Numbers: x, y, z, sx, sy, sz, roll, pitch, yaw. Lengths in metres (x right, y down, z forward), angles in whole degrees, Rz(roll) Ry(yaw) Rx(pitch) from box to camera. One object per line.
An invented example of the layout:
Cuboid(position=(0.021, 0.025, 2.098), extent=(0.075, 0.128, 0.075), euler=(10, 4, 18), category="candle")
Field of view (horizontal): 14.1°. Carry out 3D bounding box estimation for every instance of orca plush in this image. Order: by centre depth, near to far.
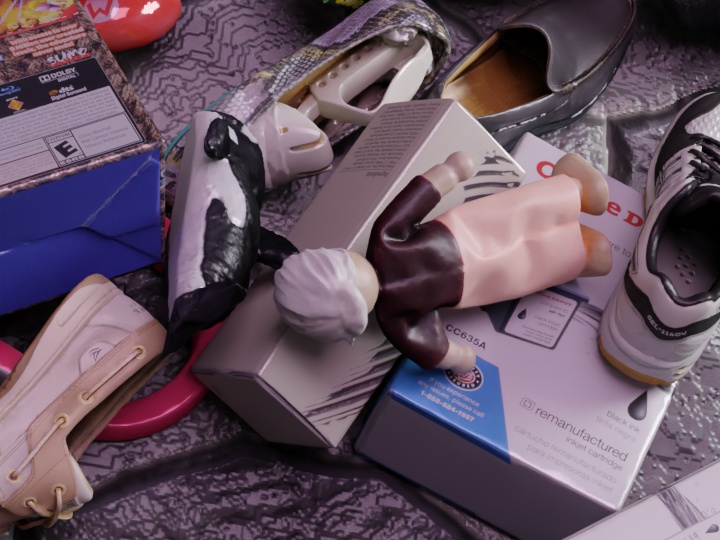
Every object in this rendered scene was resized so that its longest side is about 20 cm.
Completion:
Cuboid(position=(-0.062, -0.021, 1.564), extent=(0.071, 0.105, 0.200), euler=(14, 18, -9), category="orca plush")

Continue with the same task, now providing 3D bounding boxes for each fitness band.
Cuboid(position=(-0.168, 0.012, 1.624), extent=(0.200, 0.037, 0.144), euler=(33, 56, 2), category="fitness band")

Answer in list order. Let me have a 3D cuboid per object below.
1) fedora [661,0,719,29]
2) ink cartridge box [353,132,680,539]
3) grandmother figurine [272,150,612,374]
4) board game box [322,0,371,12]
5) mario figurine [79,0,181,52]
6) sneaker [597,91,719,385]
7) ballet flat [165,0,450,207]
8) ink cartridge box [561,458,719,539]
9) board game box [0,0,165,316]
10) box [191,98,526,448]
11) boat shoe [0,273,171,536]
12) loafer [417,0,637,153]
Cuboid(position=(0.213, -0.222, 1.806), extent=(0.092, 0.201, 0.201), euler=(-21, 66, 8), category="fedora")
Cuboid(position=(0.107, 0.043, 1.652), extent=(0.146, 0.086, 0.200), euler=(28, 59, 1), category="ink cartridge box")
Cuboid(position=(0.042, -0.002, 1.559), extent=(0.200, 0.061, 0.121), euler=(-13, 98, -32), category="grandmother figurine")
Cuboid(position=(-0.039, -0.237, 1.766), extent=(0.023, 0.105, 0.200), euler=(-37, 71, 18), category="board game box")
Cuboid(position=(-0.148, -0.219, 1.708), extent=(0.106, 0.123, 0.200), euler=(15, 54, -22), category="mario figurine")
Cuboid(position=(0.196, -0.031, 1.619), extent=(0.076, 0.088, 0.200), euler=(21, 55, -2), category="sneaker")
Cuboid(position=(-0.026, -0.093, 1.681), extent=(0.200, 0.072, 0.072), euler=(-37, 77, -20), category="ballet flat")
Cuboid(position=(0.172, 0.171, 1.563), extent=(0.200, 0.147, 0.083), euler=(-24, 71, -25), category="ink cartridge box")
Cuboid(position=(-0.217, -0.079, 1.577), extent=(0.159, 0.097, 0.200), euler=(-18, 52, -19), category="board game box")
Cuboid(position=(0.000, 0.000, 1.613), extent=(0.068, 0.082, 0.200), euler=(44, 71, -23), category="box")
Cuboid(position=(-0.169, 0.099, 1.526), extent=(0.069, 0.074, 0.200), euler=(32, 81, 8), category="boat shoe")
Cuboid(position=(0.104, -0.121, 1.748), extent=(0.073, 0.072, 0.200), euler=(41, 59, 10), category="loafer")
